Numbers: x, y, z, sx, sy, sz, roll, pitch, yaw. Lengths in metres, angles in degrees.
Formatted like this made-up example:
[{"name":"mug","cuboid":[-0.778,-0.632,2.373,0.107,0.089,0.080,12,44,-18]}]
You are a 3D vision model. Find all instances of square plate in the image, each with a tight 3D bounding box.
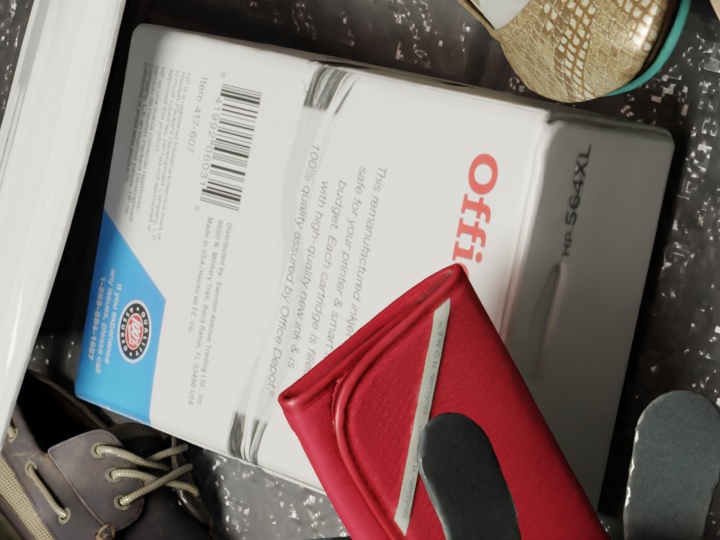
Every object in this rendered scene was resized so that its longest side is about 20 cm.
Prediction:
[{"name":"square plate","cuboid":[-0.131,-0.044,0.897,0.200,0.028,0.199,-132,58,-76]}]

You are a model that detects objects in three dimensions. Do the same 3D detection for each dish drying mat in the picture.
[{"name":"dish drying mat","cuboid":[0.049,0.099,0.718,0.018,0.077,0.201,9,134,58]}]

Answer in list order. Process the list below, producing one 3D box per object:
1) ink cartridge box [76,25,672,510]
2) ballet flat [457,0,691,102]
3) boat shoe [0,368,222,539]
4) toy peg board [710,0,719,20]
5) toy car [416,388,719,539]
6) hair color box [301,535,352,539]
[{"name":"ink cartridge box","cuboid":[0.000,0.000,0.815,0.199,0.084,0.147,17,99,39]},{"name":"ballet flat","cuboid":[0.050,-0.104,0.733,0.071,0.065,0.200,-62,16,8]},{"name":"boat shoe","cuboid":[-0.105,0.098,0.920,0.199,0.074,0.074,27,105,37]},{"name":"toy peg board","cuboid":[0.179,-0.181,0.691,0.198,0.098,0.201,-30,69,19]},{"name":"toy car","cuboid":[0.083,0.134,0.656,0.158,0.163,0.201,-31,65,59]},{"name":"hair color box","cuboid":[0.025,0.198,0.786,0.099,0.060,0.202,1,89,40]}]
